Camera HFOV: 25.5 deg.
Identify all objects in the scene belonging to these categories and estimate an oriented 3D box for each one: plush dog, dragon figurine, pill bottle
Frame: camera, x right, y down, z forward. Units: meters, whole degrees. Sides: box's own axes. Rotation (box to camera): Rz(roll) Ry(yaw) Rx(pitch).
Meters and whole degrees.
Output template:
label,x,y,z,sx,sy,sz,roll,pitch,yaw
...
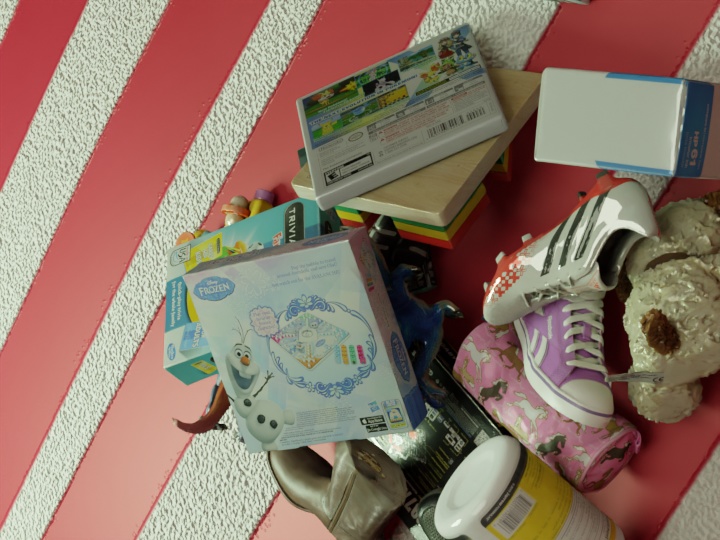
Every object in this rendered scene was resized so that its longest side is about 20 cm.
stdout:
label,x,y,z,sx,sy,sz,roll,pitch,yaw
plush dog,0.289,0.016,1.429,0.199,0.160,0.173,-31,45,34
dragon figurine,0.033,0.049,1.583,0.200,0.059,0.100,45,79,-6
pill bottle,0.173,0.253,1.473,0.200,0.112,0.112,40,121,-12

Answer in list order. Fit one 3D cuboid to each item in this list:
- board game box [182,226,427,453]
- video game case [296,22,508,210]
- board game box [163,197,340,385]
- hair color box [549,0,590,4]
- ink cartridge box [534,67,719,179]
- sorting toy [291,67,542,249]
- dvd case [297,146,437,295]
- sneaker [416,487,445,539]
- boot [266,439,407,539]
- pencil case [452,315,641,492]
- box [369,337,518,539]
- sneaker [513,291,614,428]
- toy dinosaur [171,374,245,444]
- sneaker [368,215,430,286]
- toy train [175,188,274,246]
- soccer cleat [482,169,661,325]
label,x,y,z,sx,sy,sz,roll,pitch,yaw
board game box,-0.055,0.072,1.565,0.198,0.043,0.201,-11,107,30
video game case,0.037,-0.156,1.587,0.198,0.022,0.183,-24,38,8
board game box,-0.114,0.018,1.680,0.198,0.047,0.152,-20,53,24
hair color box,0.189,-0.367,1.538,0.060,0.099,0.202,13,97,38
ink cartridge box,0.269,-0.127,1.401,0.144,0.199,0.086,11,99,40
sorting toy,0.068,-0.116,1.596,0.199,0.070,0.199,13,54,41
dvd case,0.005,-0.059,1.735,0.145,0.022,0.202,-21,76,38
sneaker,0.120,0.300,1.532,0.076,0.114,0.200,-44,82,28
boot,-0.027,0.206,1.657,0.186,0.064,0.201,44,155,19
pencil case,0.180,0.128,1.542,0.200,0.082,0.087,44,112,33
box,0.084,0.186,1.643,0.200,0.049,0.160,48,120,30
sneaker,0.201,0.050,1.483,0.115,0.072,0.201,-63,27,28
toy dinosaur,-0.100,0.100,1.736,0.104,0.200,0.183,23,93,12
sneaker,0.000,0.000,1.681,0.115,0.075,0.202,25,95,54
toy train,-0.152,-0.016,1.814,0.199,0.055,0.152,-30,47,37
soccer cleat,0.188,-0.003,1.439,0.200,0.068,0.086,-43,53,26
